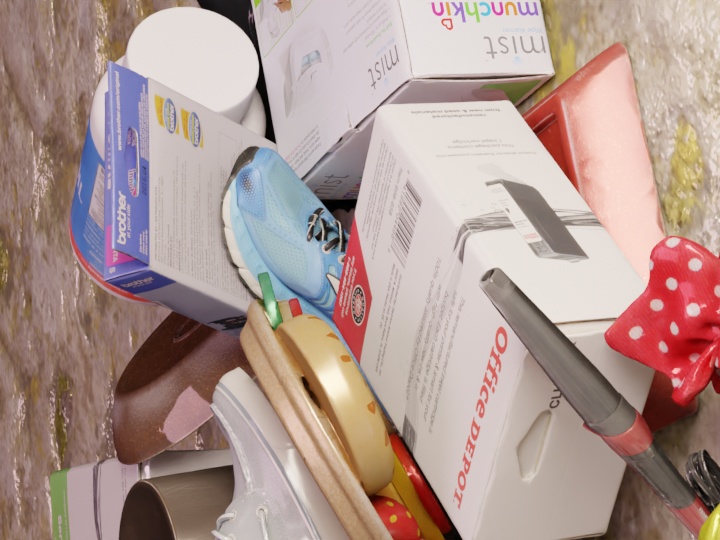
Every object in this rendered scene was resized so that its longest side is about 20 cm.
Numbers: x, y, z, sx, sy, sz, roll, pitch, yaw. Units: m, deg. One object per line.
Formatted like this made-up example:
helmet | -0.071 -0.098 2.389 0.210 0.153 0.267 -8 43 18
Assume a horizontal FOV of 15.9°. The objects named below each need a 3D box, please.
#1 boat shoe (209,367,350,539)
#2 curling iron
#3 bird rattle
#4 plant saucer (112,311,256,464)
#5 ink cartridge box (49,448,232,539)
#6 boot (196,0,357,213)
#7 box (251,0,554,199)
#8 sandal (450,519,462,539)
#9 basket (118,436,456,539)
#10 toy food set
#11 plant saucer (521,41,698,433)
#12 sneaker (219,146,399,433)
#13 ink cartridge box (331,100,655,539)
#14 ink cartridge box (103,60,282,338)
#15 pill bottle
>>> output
boat shoe | -0.044 0.149 1.404 0.201 0.071 0.070 61 174 19
curling iron | 0.120 0.068 1.211 0.026 0.200 0.050 -36 27 25
bird rattle | 0.202 0.043 1.148 0.163 0.112 0.201 -50 35 42
plant saucer | -0.096 0.043 1.675 0.037 0.201 0.200 46 160 -14
ink cartridge box | -0.115 0.168 1.765 0.200 0.145 0.084 162 105 -65
boot | -0.055 -0.124 1.696 0.198 0.073 0.163 -156 59 -65
box | 0.014 -0.156 1.493 0.200 0.096 0.177 140 122 -61
sandal | 0.064 0.131 1.427 0.201 0.048 0.075 53 172 28
basket | -0.032 0.170 1.518 0.180 0.199 0.137 136 126 -61
toy food set | -0.005 0.092 1.371 0.200 0.049 0.198 59 179 -23
plant saucer | 0.102 0.004 1.393 0.200 0.037 0.201 142 120 -62
sneaker | 0.000 0.000 1.501 0.090 0.200 0.079 -26 24 35
ink cartridge box | 0.067 0.026 1.327 0.200 0.083 0.145 -121 35 -47
ink cartridge box | -0.094 -0.034 1.496 0.042 0.200 0.120 -14 67 29
pill bottle | -0.120 -0.074 1.635 0.200 0.112 0.113 111 146 -54
